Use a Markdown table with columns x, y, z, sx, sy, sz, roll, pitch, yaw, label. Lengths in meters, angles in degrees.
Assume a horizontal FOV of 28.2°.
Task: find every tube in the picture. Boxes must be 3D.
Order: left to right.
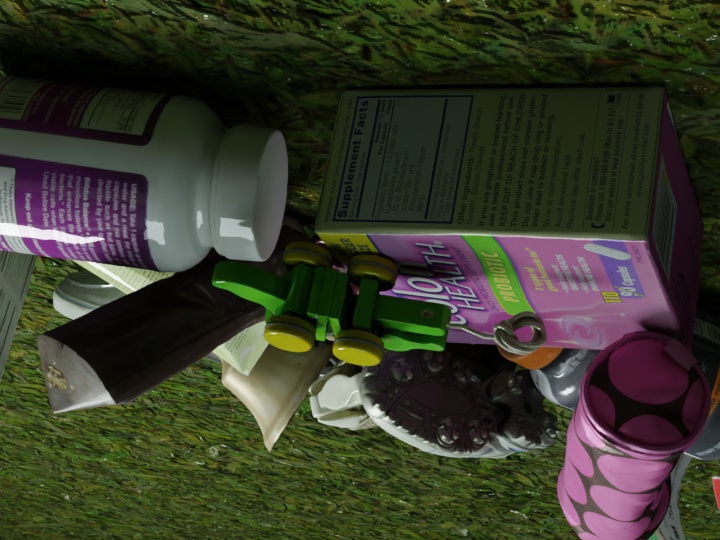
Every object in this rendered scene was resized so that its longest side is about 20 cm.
| x | y | z | sx | sy | sz | roll | pitch | yaw | label |
| --- | --- | --- | --- | --- | --- | --- | --- | --- | --- |
| -0.151 | 0.002 | 1.082 | 0.199 | 0.052 | 0.058 | 31 | 151 | -10 | tube |

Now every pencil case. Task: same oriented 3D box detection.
| x | y | z | sx | sy | sz | roll | pitch | yaw | label |
| --- | --- | --- | --- | --- | --- | --- | --- | --- | --- |
| 0.177 | 0.111 | 0.933 | 0.091 | 0.093 | 0.200 | 50 | 165 | 21 | pencil case |

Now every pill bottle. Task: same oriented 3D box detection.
| x | y | z | sx | sy | sz | roll | pitch | yaw | label |
| --- | --- | --- | --- | --- | --- | --- | --- | --- | --- |
| -0.151 | -0.059 | 0.908 | 0.198 | 0.113 | 0.112 | 8 | 159 | 10 | pill bottle |
| 0.195 | 0.062 | 1.044 | 0.199 | 0.107 | 0.106 | 22 | 156 | -25 | pill bottle |

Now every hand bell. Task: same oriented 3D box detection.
| x | y | z | sx | sy | sz | roll | pitch | yaw | label |
| --- | --- | --- | --- | --- | --- | --- | --- | --- | --- |
| -0.130 | 0.054 | 1.206 | 0.199 | 0.105 | 0.104 | 33 | 158 | 1 | hand bell |

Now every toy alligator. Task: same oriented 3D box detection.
| x | y | z | sx | sy | sz | roll | pitch | yaw | label |
| --- | --- | --- | --- | --- | --- | --- | --- | --- | --- |
| 0.010 | 0.029 | 0.853 | 0.198 | 0.060 | 0.054 | 11 | 159 | 2 | toy alligator |

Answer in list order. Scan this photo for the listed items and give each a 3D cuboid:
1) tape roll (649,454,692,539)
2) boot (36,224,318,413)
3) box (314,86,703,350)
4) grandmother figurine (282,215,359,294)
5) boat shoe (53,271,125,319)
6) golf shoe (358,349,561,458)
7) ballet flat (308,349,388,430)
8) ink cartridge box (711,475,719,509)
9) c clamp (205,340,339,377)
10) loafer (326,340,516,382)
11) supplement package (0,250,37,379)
| x | y | z | sx | sy | sz | roll | pitch | yaw | label |
| --- | --- | --- | --- | --- | --- | --- | --- | --- | --- |
| 0.302 | 0.172 | 1.135 | 0.199 | 0.202 | 0.048 | -9 | 151 | 42 | tape roll |
| -0.146 | 0.018 | 0.956 | 0.186 | 0.199 | 0.065 | 19 | 132 | 49 | boot |
| 0.098 | -0.027 | 0.884 | 0.198 | 0.098 | 0.176 | 3 | 157 | 22 | box |
| 0.000 | 0.000 | 1.064 | 0.198 | 0.061 | 0.122 | 17 | 134 | -7 | grandmother figurine |
| -0.148 | 0.007 | 1.142 | 0.198 | 0.072 | 0.070 | 3 | -164 | 8 | boat shoe |
| 0.054 | 0.108 | 1.024 | 0.097 | 0.079 | 0.199 | -26 | 151 | 36 | golf shoe |
| -0.002 | 0.091 | 1.129 | 0.075 | 0.068 | 0.200 | -22 | 171 | -19 | ballet flat |
| 0.422 | 0.182 | 1.285 | 0.198 | 0.068 | 0.116 | 4 | 157 | 19 | ink cartridge box |
| -0.097 | 0.069 | 1.319 | 0.198 | 0.027 | 0.171 | 7 | 158 | 12 | c clamp |
| 0.053 | 0.063 | 1.179 | 0.199 | 0.063 | 0.072 | 14 | 147 | 47 | loafer |
| -0.366 | -0.004 | 1.093 | 0.198 | 0.157 | 0.111 | 9 | 158 | 7 | supplement package |
